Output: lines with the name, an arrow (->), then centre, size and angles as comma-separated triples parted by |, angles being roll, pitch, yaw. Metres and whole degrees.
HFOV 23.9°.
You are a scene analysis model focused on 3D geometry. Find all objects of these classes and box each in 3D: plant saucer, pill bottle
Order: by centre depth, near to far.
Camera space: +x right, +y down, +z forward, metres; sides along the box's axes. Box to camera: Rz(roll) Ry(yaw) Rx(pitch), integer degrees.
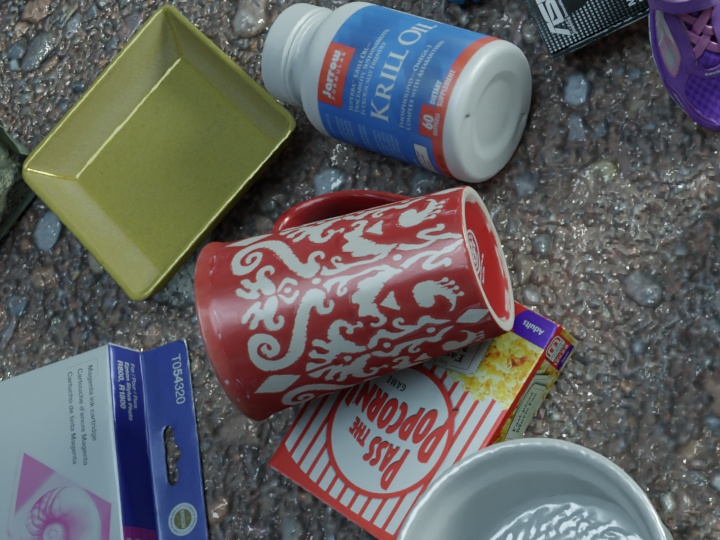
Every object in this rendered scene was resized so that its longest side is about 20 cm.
pill bottle -> 0.023, -0.146, 1.329 | 0.200, 0.112, 0.112 | 20, 81, 32
plant saucer -> -0.165, -0.096, 1.444 | 0.200, 0.048, 0.200 | -48, 58, 3

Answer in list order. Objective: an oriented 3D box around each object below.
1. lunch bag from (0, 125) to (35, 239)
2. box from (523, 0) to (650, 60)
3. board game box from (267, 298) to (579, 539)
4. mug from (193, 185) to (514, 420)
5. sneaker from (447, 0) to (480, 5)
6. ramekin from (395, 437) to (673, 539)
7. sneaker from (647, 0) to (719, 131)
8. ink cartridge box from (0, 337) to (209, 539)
lunch bag -> -0.403, -0.065, 1.515 | 0.164, 0.118, 0.200 | 33, 83, 32
box -> 0.187, -0.287, 1.262 | 0.193, 0.048, 0.200 | -23, 97, 19
board game box -> 0.045, 0.100, 1.260 | 0.151, 0.046, 0.200 | 28, 85, 33
mug -> -0.004, -0.001, 1.224 | 0.199, 0.133, 0.178 | -16, 65, 18
sneaker -> 0.137, -0.295, 1.351 | 0.200, 0.073, 0.082 | -26, 60, 15
ramekin -> 0.125, 0.221, 1.142 | 0.200, 0.098, 0.201 | -10, 67, 23
sneaker -> 0.236, -0.191, 1.205 | 0.080, 0.088, 0.201 | -10, 106, 17
ink cartridge box -> -0.225, 0.165, 1.378 | 0.200, 0.043, 0.197 | -20, 62, 21
